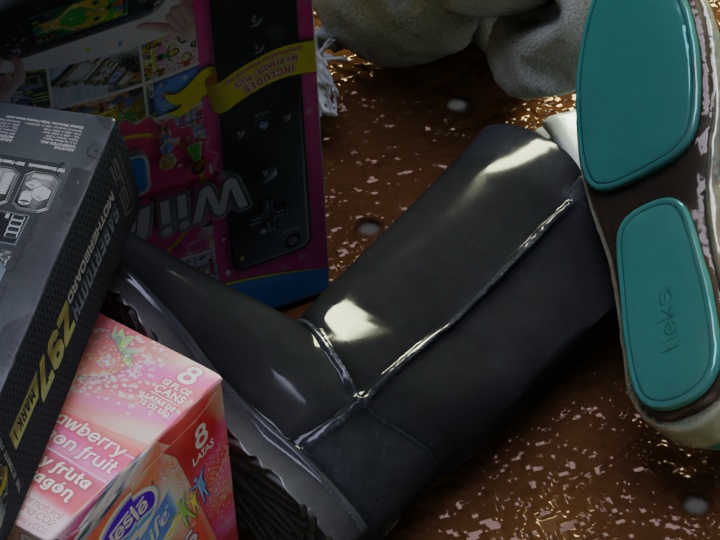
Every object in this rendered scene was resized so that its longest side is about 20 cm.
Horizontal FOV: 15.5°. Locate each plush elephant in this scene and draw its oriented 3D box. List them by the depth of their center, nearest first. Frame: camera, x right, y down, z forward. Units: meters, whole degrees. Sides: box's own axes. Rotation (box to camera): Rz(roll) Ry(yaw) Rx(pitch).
[{"bbox_3d":[0.044,-0.150,1.107,0.155,0.165,0.200,-15,40,53],"label":"plush elephant"}]

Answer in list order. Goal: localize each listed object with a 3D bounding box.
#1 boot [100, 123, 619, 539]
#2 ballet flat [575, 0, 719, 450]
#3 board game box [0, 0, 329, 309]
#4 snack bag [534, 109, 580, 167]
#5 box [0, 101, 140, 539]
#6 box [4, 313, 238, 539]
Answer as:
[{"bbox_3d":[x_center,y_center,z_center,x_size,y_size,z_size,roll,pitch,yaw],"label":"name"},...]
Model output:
[{"bbox_3d":[0.001,0.001,0.994,0.165,0.066,0.200,47,60,3],"label":"boot"},{"bbox_3d":[0.121,-0.023,1.002,0.067,0.062,0.201,-19,60,34],"label":"ballet flat"},{"bbox_3d":[-0.091,-0.061,0.992,0.147,0.201,0.064,-21,46,-19],"label":"board game box"},{"bbox_3d":[0.197,-0.030,1.079,0.199,0.021,0.189,-18,45,-16],"label":"snack bag"},{"bbox_3d":[-0.191,0.009,0.880,0.199,0.051,0.158,7,52,14],"label":"box"},{"bbox_3d":[-0.149,0.059,0.938,0.199,0.103,0.095,25,49,28],"label":"box"}]
